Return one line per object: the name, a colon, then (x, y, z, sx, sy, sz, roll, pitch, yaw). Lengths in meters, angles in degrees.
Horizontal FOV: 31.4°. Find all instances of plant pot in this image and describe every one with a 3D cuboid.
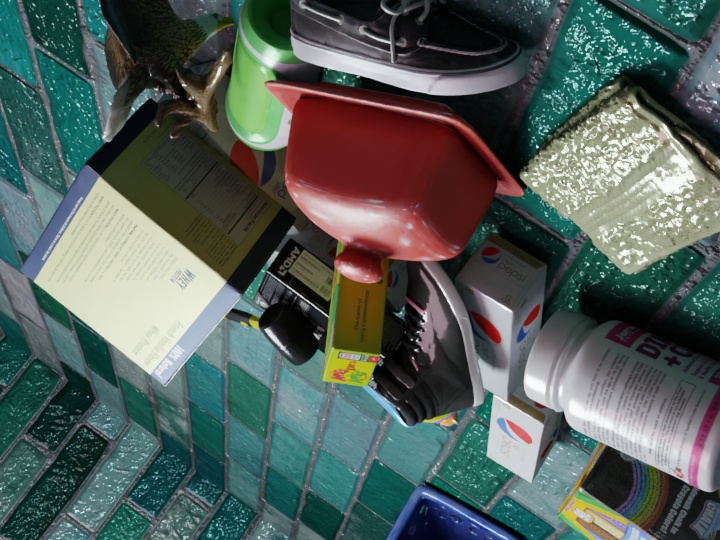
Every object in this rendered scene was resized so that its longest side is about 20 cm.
plant pot: (0.145, 0.493, 2.050, 0.198, 0.201, 0.180, 24, 163, 27)

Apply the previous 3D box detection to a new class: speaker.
speaker: (-0.076, -0.182, 1.153, 0.088, 0.089, 0.200, 35, 159, 3)

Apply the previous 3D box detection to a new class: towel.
towel: (0.213, -0.068, 1.009, 0.148, 0.037, 0.200, 40, 158, -5)

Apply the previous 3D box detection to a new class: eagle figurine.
eagle figurine: (-0.182, -0.217, 1.127, 0.201, 0.151, 0.150, 56, -154, 14)

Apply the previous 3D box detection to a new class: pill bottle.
pill bottle: (0.261, 0.115, 1.202, 0.198, 0.114, 0.114, 23, 155, 29)

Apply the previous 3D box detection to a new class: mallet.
mallet: (-0.107, 0.065, 1.416, 0.066, 0.041, 0.200, 47, 164, -18)

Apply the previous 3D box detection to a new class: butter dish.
butter dish: (0.017, -0.062, 1.104, 0.198, 0.150, 0.199, 14, 171, 26)

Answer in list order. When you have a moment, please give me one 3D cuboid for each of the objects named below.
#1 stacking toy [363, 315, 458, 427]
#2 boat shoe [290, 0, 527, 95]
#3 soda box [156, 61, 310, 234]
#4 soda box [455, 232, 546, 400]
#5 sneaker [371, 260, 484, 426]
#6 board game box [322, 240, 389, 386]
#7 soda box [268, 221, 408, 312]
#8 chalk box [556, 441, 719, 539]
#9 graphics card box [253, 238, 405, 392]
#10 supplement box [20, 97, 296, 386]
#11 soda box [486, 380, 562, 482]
stacking toy: (0.087, 0.150, 1.582, 0.116, 0.110, 0.200, 41, 175, 32)
boat shoe: (0.034, -0.190, 0.991, 0.197, 0.074, 0.069, 18, 134, 26)
soda box: (-0.125, -0.127, 1.367, 0.200, 0.064, 0.068, 48, 155, -27)
soda box: (0.140, 0.050, 1.292, 0.068, 0.064, 0.201, 31, 157, 20)
sneaker: (0.054, 0.072, 1.238, 0.071, 0.098, 0.202, 48, 160, 54)
board game box: (0.000, 0.000, 1.250, 0.047, 0.202, 0.102, 7, 158, -4)
soda box: (-0.023, -0.016, 1.409, 0.199, 0.068, 0.064, 15, 150, 45)
chalk box: (0.332, 0.256, 1.365, 0.199, 0.125, 0.124, 34, 158, 9)
graphics card box: (-0.018, 0.058, 1.368, 0.199, 0.051, 0.126, 35, 161, 1)
supplement box: (-0.212, -0.027, 1.343, 0.199, 0.135, 0.200, 39, 134, -5)
soda box: (0.194, 0.175, 1.496, 0.068, 0.064, 0.201, 29, 157, 17)
